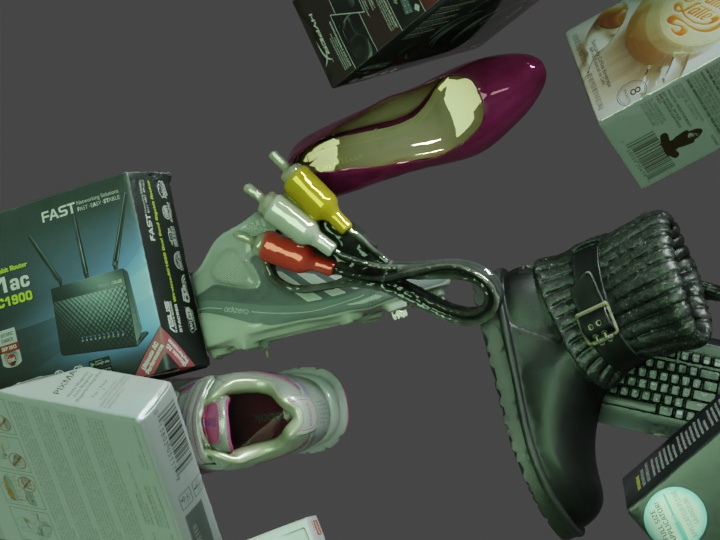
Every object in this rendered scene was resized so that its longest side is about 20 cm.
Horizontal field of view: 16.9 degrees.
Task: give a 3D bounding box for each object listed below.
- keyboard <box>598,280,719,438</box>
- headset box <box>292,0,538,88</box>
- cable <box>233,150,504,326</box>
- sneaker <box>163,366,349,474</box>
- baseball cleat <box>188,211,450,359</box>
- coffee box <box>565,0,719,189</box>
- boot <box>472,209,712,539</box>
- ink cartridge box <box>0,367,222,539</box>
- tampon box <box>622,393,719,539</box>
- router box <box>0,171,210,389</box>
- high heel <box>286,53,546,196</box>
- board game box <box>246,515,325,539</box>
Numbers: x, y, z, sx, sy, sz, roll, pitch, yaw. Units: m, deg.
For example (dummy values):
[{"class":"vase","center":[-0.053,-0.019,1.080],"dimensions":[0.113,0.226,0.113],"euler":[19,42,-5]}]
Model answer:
[{"class":"keyboard","center":[0.229,0.058,1.760],"dimensions":[0.199,0.021,0.128],"euler":[11,90,12]},{"class":"headset box","center":[0.070,-0.214,1.695],"dimensions":[0.200,0.149,0.077],"euler":[-33,79,51]},{"class":"cable","center":[0.000,0.000,1.724],"dimensions":[0.200,0.050,0.097],"euler":[31,112,15]},{"class":"sneaker","center":[-0.114,0.111,1.796],"dimensions":[0.199,0.088,0.082],"euler":[-13,84,12]},{"class":"baseball cleat","center":[-0.037,0.000,1.795],"dimensions":[0.199,0.070,0.107],"euler":[-15,85,10]},{"class":"coffee box","center":[0.257,-0.159,1.701],"dimensions":[0.200,0.080,0.115],"euler":[-29,40,13]},{"class":"boot","center":[0.178,0.075,1.722],"dimensions":[0.157,0.079,0.212],"euler":[-16,89,14]},{"class":"ink cartridge box","center":[-0.208,0.143,1.791],"dimensions":[0.200,0.057,0.163],"euler":[12,132,34]},{"class":"tampon box","center":[0.302,0.146,1.673],"dimensions":[0.200,0.126,0.150],"euler":[-42,91,7]},{"class":"router box","center":[-0.222,0.022,1.815],"dimensions":[0.200,0.062,0.150],"euler":[-16,83,26]},{"class":"high heel","center":[0.042,-0.105,1.769],"dimensions":[0.200,0.096,0.068],"euler":[-30,81,9]},{"class":"board game box","center":[-0.105,0.277,1.813],"dimensions":[0.200,0.035,0.127],"euler":[-22,82,10]}]
